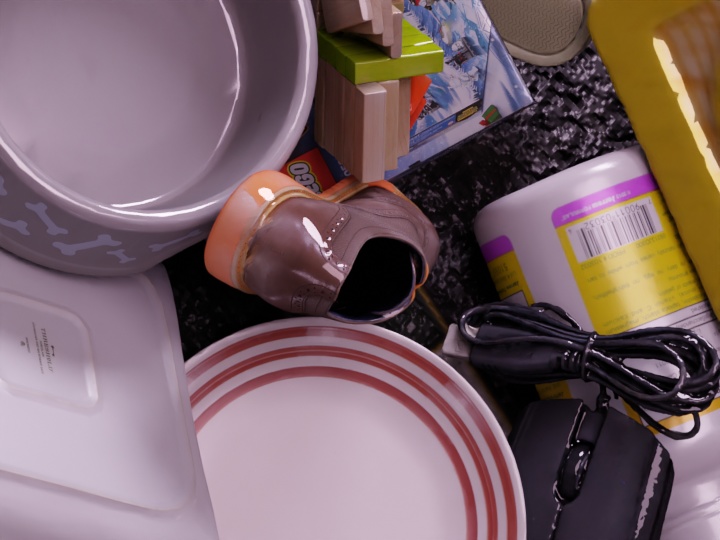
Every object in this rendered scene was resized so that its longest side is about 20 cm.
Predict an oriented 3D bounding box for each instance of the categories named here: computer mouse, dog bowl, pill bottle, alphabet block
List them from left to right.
[{"bbox_3d":[-0.109,-0.100,1.238,0.199,0.059,0.201,4,80,-26],"label":"dog bowl"},{"bbox_3d":[0.095,0.121,1.318,0.053,0.138,0.201,-16,113,-61],"label":"computer mouse"},{"bbox_3d":[0.138,0.046,1.373,0.104,0.104,0.201,-19,86,-27],"label":"pill bottle"},{"bbox_3d":[0.261,-0.096,1.374,0.200,0.195,0.197,-21,84,-59],"label":"alphabet block"}]

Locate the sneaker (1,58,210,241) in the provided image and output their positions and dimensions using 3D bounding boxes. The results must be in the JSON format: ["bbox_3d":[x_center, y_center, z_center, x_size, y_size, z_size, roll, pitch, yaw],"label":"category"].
[{"bbox_3d":[-0.121,-0.048,1.300,0.111,0.077,0.200,-40,104,-19],"label":"sneaker"}]

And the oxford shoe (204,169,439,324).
[{"bbox_3d":[0.000,0.000,1.274,0.073,0.200,0.071,30,103,21],"label":"oxford shoe"}]

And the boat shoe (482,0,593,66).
[{"bbox_3d":[0.032,-0.168,1.397,0.200,0.068,0.075,36,101,4],"label":"boat shoe"}]

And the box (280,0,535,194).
[{"bbox_3d":[-0.020,-0.138,1.348,0.137,0.040,0.200,-27,90,6],"label":"box"}]

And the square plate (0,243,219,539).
[{"bbox_3d":[-0.148,0.043,1.217,0.198,0.028,0.200,19,41,-35],"label":"square plate"}]

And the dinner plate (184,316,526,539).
[{"bbox_3d":[-0.021,0.122,1.303,0.199,0.024,0.201,0,81,-2],"label":"dinner plate"}]

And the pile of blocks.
[{"bbox_3d":[0.009,-0.144,1.285,0.062,0.082,0.201,-11,94,-22],"label":"pile of blocks"}]
